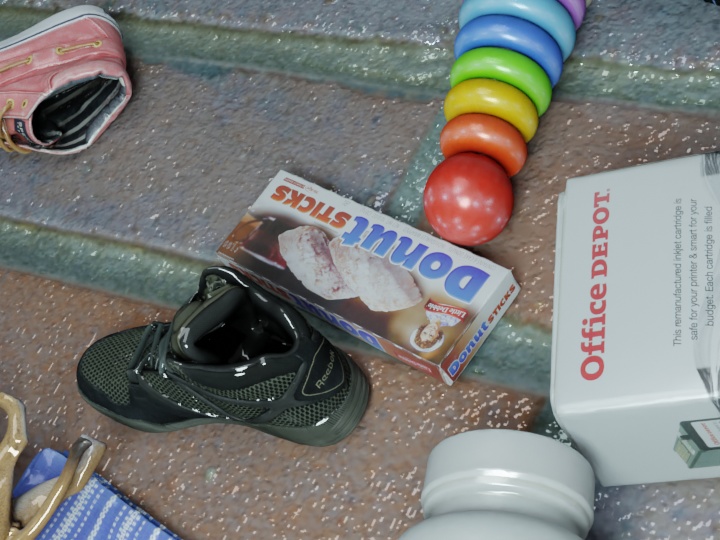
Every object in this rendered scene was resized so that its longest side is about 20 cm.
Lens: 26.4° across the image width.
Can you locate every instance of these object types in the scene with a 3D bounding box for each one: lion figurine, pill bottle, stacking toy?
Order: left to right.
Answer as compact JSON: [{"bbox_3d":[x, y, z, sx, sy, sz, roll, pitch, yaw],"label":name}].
[{"bbox_3d":[-0.236,0.131,0.900,0.199,0.072,0.124,8,68,49],"label":"lion figurine"},{"bbox_3d":[0.059,0.181,0.698,0.111,0.113,0.202,-7,53,25],"label":"pill bottle"},{"bbox_3d":[0.081,-0.107,0.931,0.084,0.085,0.202,4,65,32],"label":"stacking toy"}]

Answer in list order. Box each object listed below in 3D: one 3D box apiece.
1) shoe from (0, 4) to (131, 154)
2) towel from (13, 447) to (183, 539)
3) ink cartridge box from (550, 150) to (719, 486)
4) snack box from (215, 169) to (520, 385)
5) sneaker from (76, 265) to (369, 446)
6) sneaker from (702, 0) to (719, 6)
[{"bbox_3d":[-0.260,-0.118,1.129,0.198,0.072,0.091,-28,42,3],"label":"shoe"},{"bbox_3d":[-0.163,0.196,0.873,0.199,0.024,0.145,26,73,40],"label":"towel"},{"bbox_3d":[0.201,0.017,0.758,0.198,0.084,0.147,-9,53,24],"label":"ink cartridge box"},{"bbox_3d":[0.000,0.000,0.926,0.199,0.024,0.072,25,70,40],"label":"snack box"},{"bbox_3d":[-0.100,0.044,0.892,0.197,0.115,0.077,5,57,34],"label":"sneaker"},{"bbox_3d":[0.219,-0.182,0.916,0.070,0.078,0.199,-54,27,-12],"label":"sneaker"}]
